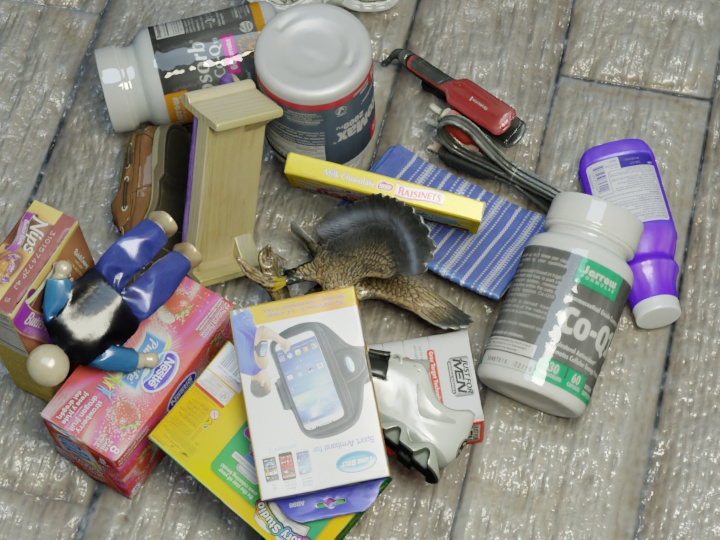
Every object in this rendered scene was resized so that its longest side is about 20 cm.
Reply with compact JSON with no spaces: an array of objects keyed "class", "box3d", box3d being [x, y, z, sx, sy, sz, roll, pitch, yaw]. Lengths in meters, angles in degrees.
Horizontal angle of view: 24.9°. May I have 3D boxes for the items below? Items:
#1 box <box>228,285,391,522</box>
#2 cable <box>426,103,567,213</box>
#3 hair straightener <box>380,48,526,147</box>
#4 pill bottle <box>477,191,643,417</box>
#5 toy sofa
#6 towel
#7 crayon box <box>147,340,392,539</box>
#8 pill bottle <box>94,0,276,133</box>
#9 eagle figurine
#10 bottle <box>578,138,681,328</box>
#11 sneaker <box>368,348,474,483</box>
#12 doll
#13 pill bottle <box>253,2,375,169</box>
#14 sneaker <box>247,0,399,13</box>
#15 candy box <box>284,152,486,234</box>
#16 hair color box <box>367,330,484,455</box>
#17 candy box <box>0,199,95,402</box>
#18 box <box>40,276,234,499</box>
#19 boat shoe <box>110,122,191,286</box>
[{"class":"box","box3d":[-0.044,0.123,1.479,0.119,0.041,0.201,-11,78,1]},{"class":"cable","box3d":[0.152,-0.117,1.711,0.200,0.097,0.050,24,63,15]},{"class":"hair straightener","box3d":[0.100,-0.185,1.767,0.200,0.077,0.041,31,86,33]},{"class":"pill bottle","box3d":[0.198,0.032,1.593,0.113,0.113,0.201,19,79,13]},{"class":"toy sofa","box3d":[-0.146,-0.093,1.647,0.083,0.200,0.098,-18,42,-34]},{"class":"towel","box3d":[0.086,-0.054,1.696,0.200,0.024,0.145,26,45,16]},{"class":"crayon box","box3d":[-0.084,0.174,1.523,0.200,0.058,0.119,40,87,9]},{"class":"pill bottle","box3d":[-0.180,-0.216,1.771,0.199,0.116,0.117,-15,61,-5]},{"class":"eagle figurine","box3d":[0.001,0.007,1.625,0.199,0.152,0.151,-15,89,16]},{"class":"bottle","box3d":[0.283,-0.038,1.679,0.083,0.065,0.201,-13,61,3]},{"class":"sneaker","box3d":[0.019,0.107,1.541,0.200,0.074,0.089,38,72,8]},{"class":"doll","box3d":[-0.234,0.037,1.537,0.200,0.048,0.137,-45,107,-27]},{"class":"pill bottle","box3d":[-0.044,-0.171,1.691,0.119,0.200,0.120,-1,61,2]},{"class":"sneaker","box3d":[-0.053,-0.327,1.846,0.199,0.099,0.078,5,103,-8]},{"class":"candy box","box3d":[0.025,-0.076,1.632,0.199,0.102,0.026,14,83,3]},{"class":"hair color box","box3d":[0.016,0.128,1.602,0.199,0.061,0.102,-8,62,0]},{"class":"candy box","box3d":[-0.306,0.035,1.590,0.056,0.200,0.117,25,65,15]},{"class":"box","box3d":[-0.210,0.108,1.602,0.095,0.100,0.200,29,65,17]},{"class":"boat shoe","box3d":[-0.224,-0.057,1.720,0.068,0.072,0.201,-6,63,30]}]
